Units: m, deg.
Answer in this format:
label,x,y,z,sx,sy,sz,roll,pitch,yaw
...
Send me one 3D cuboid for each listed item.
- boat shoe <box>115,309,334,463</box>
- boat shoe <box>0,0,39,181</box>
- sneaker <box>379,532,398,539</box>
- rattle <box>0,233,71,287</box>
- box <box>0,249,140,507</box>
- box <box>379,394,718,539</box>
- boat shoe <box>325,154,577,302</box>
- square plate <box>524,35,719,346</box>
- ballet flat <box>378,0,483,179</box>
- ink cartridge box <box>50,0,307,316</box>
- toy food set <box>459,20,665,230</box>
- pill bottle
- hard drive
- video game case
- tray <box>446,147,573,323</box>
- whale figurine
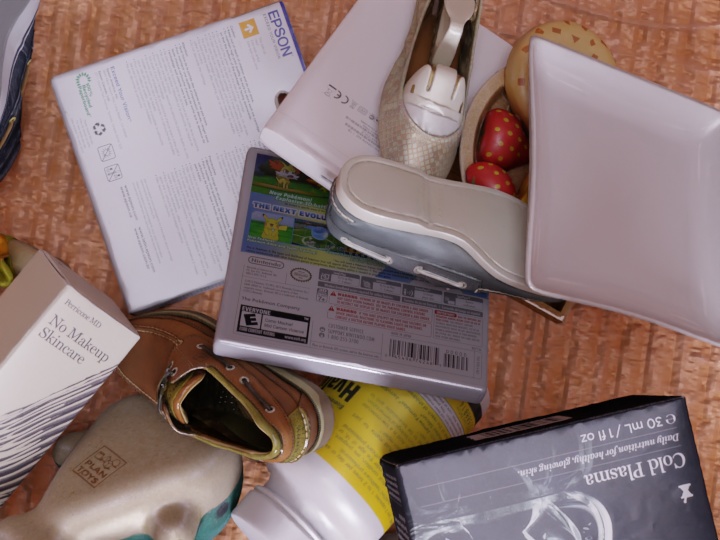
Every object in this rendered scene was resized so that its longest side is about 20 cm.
label,x,y,z,sx,sy,sz,roll,pitch,yaw
boat shoe,-0.115,0.080,0.912,0.198,0.068,0.073,17,109,31
boat shoe,-0.293,-0.165,1.003,0.070,0.091,0.203,8,59,-4
sneaker,0.042,0.263,0.995,0.197,0.073,0.114,-13,90,-4
rattle,-0.297,0.067,0.949,0.129,0.143,0.202,25,82,-8
box,-0.258,0.092,0.924,0.201,0.068,0.082,-51,129,-1
box,0.131,0.201,0.850,0.197,0.124,0.200,-13,86,-5
boat shoe,0.067,-0.021,0.924,0.197,0.062,0.074,21,53,-12
square plate,0.198,-0.054,0.948,0.196,0.028,0.203,16,65,-26
ballet flat,0.056,-0.154,0.966,0.066,0.062,0.203,16,62,-12
ink cartridge box,-0.123,-0.090,1.020,0.197,0.043,0.199,-19,86,-7
toy food set,0.170,-0.080,0.996,0.197,0.049,0.201,40,65,-7
pill bottle,-0.002,0.137,0.962,0.111,0.111,0.200,43,72,-1
hard drive,0.025,-0.139,1.000,0.131,0.027,0.201,33,60,-1
video game case,0.000,0.000,0.948,0.197,0.022,0.184,11,53,-6
tray,0.099,-0.049,1.037,0.198,0.037,0.100,29,84,-3
whale figurine,-0.176,0.178,0.943,0.158,0.105,0.199,26,45,36
